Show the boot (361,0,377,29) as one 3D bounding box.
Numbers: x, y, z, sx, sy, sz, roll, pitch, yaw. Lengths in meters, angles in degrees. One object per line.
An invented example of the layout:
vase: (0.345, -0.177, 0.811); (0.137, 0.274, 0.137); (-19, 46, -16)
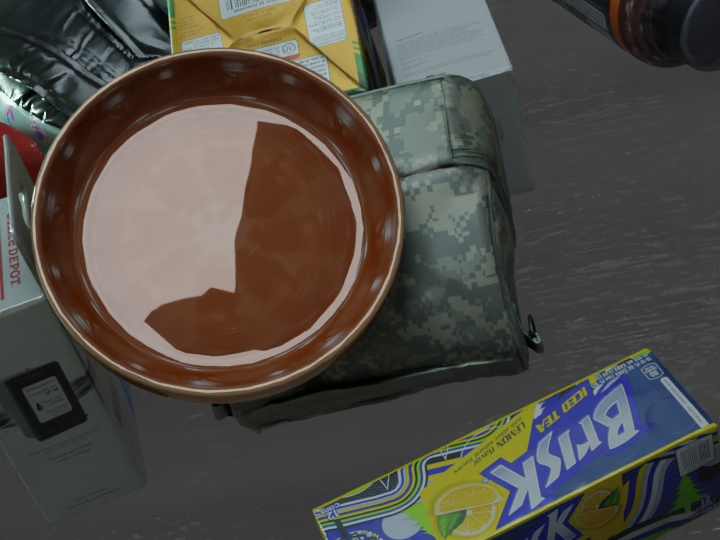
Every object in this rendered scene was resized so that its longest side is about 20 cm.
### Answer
boot: (-0.075, -0.171, 1.062); (0.198, 0.070, 0.175); (-4, 46, 4)

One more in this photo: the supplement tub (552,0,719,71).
supplement tub: (0.217, -0.223, 0.974); (0.106, 0.108, 0.200); (-26, 39, -10)

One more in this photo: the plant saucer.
plant saucer: (-0.075, -0.025, 0.690); (0.198, 0.032, 0.202); (1, 69, -2)

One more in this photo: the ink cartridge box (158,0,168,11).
ink cartridge box: (-0.054, -0.244, 0.917); (0.050, 0.162, 0.201); (32, 84, 33)

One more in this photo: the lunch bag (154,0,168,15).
lunch bag: (-0.099, -0.293, 1.004); (0.124, 0.170, 0.200); (43, 62, 6)

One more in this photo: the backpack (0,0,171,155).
backpack: (-0.191, -0.141, 0.947); (0.199, 0.127, 0.167); (35, 77, 30)

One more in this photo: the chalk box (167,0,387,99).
chalk box: (-0.041, -0.104, 0.881); (0.124, 0.200, 0.125); (-13, 62, 8)

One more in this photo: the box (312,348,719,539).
box: (0.082, 0.121, 0.652); (0.199, 0.065, 0.070); (-24, 39, -8)

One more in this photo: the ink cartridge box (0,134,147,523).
ink cartridge box: (-0.197, 0.036, 0.754); (0.066, 0.201, 0.116); (-20, 38, -3)

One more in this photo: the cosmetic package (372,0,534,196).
cosmetic package: (0.062, -0.146, 0.944); (0.084, 0.108, 0.201); (-14, 40, 5)

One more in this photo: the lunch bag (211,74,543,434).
lunch bag: (0.000, 0.000, 0.771); (0.198, 0.140, 0.169); (-12, 60, 8)

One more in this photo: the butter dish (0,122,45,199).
butter dish: (-0.277, -0.037, 0.908); (0.199, 0.201, 0.147); (18, 31, 34)
